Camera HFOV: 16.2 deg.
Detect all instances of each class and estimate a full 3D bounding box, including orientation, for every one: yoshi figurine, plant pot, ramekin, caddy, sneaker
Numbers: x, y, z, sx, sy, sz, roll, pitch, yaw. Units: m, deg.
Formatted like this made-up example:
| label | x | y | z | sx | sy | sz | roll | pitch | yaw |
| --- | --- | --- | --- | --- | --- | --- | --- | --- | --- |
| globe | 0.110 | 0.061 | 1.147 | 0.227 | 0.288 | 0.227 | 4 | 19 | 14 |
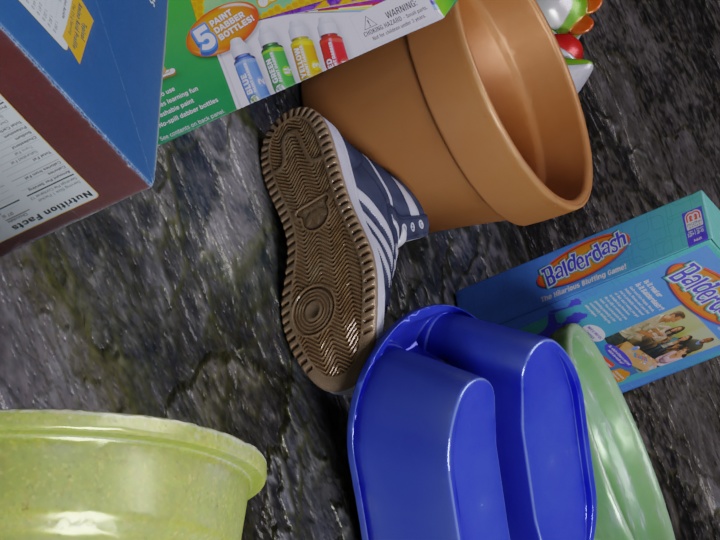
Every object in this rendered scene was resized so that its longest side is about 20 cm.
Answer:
| label | x | y | z | sx | sy | sz | roll | pitch | yaw |
| --- | --- | --- | --- | --- | --- | --- | --- | --- | --- |
| yoshi figurine | 0.123 | -0.174 | 2.037 | 0.111 | 0.113 | 0.201 | 21 | 53 | -6 |
| plant pot | 0.053 | -0.110 | 1.716 | 0.200 | 0.139 | 0.201 | 48 | 30 | -39 |
| plant pot | -0.134 | 0.168 | 0.999 | 0.200 | 0.199 | 0.185 | 28 | 55 | -57 |
| ramekin | 0.134 | 0.145 | 1.687 | 0.200 | 0.097 | 0.201 | -22 | 90 | -77 |
| caddy | 0.060 | 0.121 | 1.524 | 0.141 | 0.105 | 0.201 | -25 | 114 | -41 |
| sneaker | 0.000 | 0.000 | 1.586 | 0.108 | 0.070 | 0.201 | 35 | 36 | -50 |

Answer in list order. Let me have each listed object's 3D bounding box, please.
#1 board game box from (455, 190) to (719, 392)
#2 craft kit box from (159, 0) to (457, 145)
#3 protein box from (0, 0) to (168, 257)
| label | x | y | z | sx | sy | sz | roll | pitch | yaw |
| --- | --- | --- | --- | --- | --- | --- | --- | --- | --- |
| board game box | 0.192 | 0.028 | 1.825 | 0.152 | 0.199 | 0.045 | 41 | 34 | -48 |
| craft kit box | -0.076 | -0.196 | 1.425 | 0.198 | 0.199 | 0.049 | 62 | 24 | -12 |
| protein box | -0.200 | -0.141 | 1.175 | 0.200 | 0.134 | 0.199 | 49 | 29 | -38 |
